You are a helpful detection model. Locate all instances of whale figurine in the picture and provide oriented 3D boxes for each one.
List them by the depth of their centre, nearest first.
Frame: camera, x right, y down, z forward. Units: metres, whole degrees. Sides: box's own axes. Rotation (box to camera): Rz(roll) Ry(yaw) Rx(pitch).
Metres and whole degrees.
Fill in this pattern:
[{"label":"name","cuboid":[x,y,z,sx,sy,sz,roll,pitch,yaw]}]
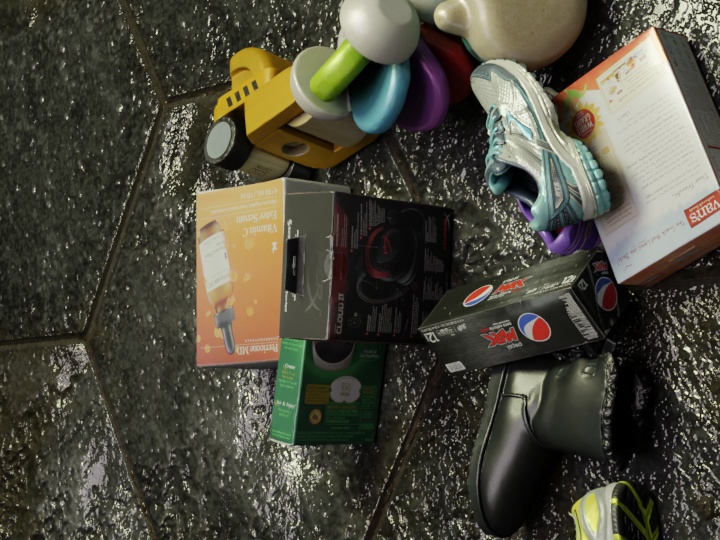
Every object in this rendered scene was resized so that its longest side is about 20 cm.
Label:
[{"label":"whale figurine","cuboid":[0.127,-0.285,1.501,0.159,0.200,0.104,-42,11,-9]}]

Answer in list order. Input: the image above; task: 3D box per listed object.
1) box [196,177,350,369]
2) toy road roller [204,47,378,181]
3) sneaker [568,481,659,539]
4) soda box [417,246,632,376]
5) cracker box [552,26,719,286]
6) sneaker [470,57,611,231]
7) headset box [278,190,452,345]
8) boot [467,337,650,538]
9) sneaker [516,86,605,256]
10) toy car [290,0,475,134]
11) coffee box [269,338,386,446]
[{"label":"box","cuboid":[-0.097,0.007,1.731,0.152,0.106,0.200,-8,80,43]},{"label":"toy road roller","cuboid":[-0.081,-0.190,1.729,0.200,0.123,0.146,-26,57,40]},{"label":"sneaker","cuboid":[0.234,0.297,1.416,0.076,0.075,0.200,-20,62,49]},{"label":"soda box","cuboid":[0.154,0.041,1.476,0.200,0.071,0.063,-17,114,45]},{"label":"cracker box","cuboid":[0.268,-0.102,1.422,0.134,0.058,0.200,-34,63,39]},{"label":"sneaker","cuboid":[0.146,-0.117,1.428,0.200,0.086,0.078,56,167,33]},{"label":"headset box","cuboid":[0.000,0.000,1.572,0.075,0.200,0.149,0,87,44]},{"label":"boot","cuboid":[0.188,0.162,1.459,0.162,0.073,0.198,1,79,49]},{"label":"sneaker","cuboid":[0.178,-0.101,1.491,0.081,0.083,0.200,-42,58,33]},{"label":"toy car","cuboid":[0.039,-0.211,1.566,0.150,0.200,0.175,49,141,-1]},{"label":"coffee box","cuboid":[-0.029,0.085,1.649,0.044,0.123,0.200,8,93,47]}]
